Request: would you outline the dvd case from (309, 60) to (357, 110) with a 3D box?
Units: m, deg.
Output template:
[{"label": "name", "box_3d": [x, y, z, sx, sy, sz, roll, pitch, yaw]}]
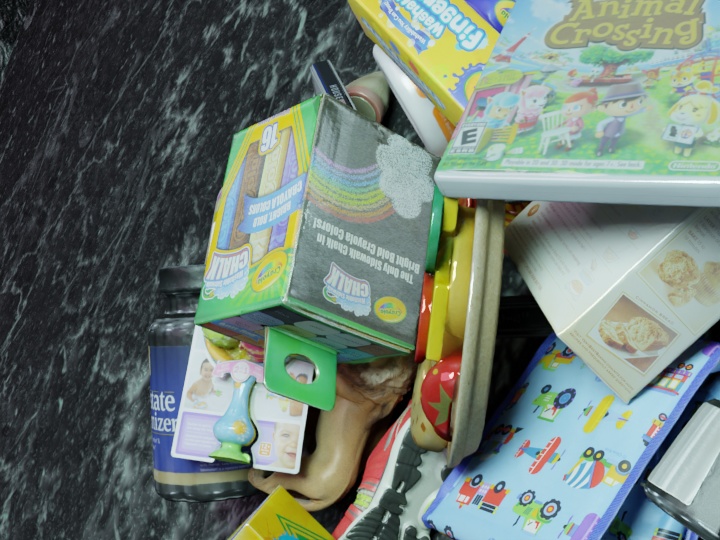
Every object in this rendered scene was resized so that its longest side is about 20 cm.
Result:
[{"label": "dvd case", "box_3d": [-0.005, -0.089, 1.020, 0.024, 0.152, 0.201, -15, 38, -6]}]

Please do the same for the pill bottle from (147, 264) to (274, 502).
[{"label": "pill bottle", "box_3d": [-0.134, 0.097, 0.962, 0.111, 0.111, 0.204, -5, 87, 54]}]

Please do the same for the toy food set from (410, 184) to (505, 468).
[{"label": "toy food set", "box_3d": [0.063, 0.028, 0.711, 0.200, 0.048, 0.202, 6, -90, -86]}]

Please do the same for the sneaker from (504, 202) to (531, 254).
[{"label": "sneaker", "box_3d": [0.107, -0.065, 0.890, 0.199, 0.077, 0.074, 23, 129, 44]}]

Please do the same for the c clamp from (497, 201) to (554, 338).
[{"label": "c clamp", "box_3d": [0.114, -0.033, 0.810, 0.197, 0.027, 0.174, -10, 86, 20]}]

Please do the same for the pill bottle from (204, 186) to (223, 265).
[{"label": "pill bottle", "box_3d": [-0.110, -0.002, 1.109, 0.104, 0.104, 0.202, -38, 33, 34]}]

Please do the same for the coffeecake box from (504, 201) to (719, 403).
[{"label": "coffeecake box", "box_3d": [0.197, -0.040, 0.683, 0.200, 0.073, 0.154, -45, 22, 12]}]

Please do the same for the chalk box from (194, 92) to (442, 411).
[{"label": "chalk box", "box_3d": [-0.034, -0.002, 0.789, 0.123, 0.123, 0.203, -12, 61, 50]}]

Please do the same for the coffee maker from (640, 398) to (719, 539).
[{"label": "coffee maker", "box_3d": [0.258, 0.068, 0.513, 0.191, 0.134, 0.202, 25, 89, 58]}]

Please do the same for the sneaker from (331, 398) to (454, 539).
[{"label": "sneaker", "box_3d": [0.023, 0.188, 0.845, 0.202, 0.076, 0.085, -58, 13, 0]}]

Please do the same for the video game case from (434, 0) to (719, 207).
[{"label": "video game case", "box_3d": [0.159, -0.113, 0.614, 0.197, 0.022, 0.184, 4, 54, 35]}]

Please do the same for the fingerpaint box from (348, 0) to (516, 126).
[{"label": "fingerpaint box", "box_3d": [0.110, -0.185, 0.771, 0.166, 0.073, 0.201, -39, 61, 1]}]

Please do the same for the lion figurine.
[{"label": "lion figurine", "box_3d": [-0.017, 0.129, 0.885, 0.122, 0.072, 0.203, 23, 101, 47]}]

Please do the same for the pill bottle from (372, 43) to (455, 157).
[{"label": "pill bottle", "box_3d": [0.118, -0.189, 0.885, 0.198, 0.113, 0.114, -31, 38, 5]}]

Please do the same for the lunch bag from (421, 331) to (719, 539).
[{"label": "lunch bag", "box_3d": [0.153, 0.109, 0.693, 0.150, 0.094, 0.202, 5, 63, 59]}]

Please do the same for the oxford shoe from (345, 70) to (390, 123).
[{"label": "oxford shoe", "box_3d": [-0.031, -0.147, 1.175, 0.199, 0.071, 0.074, -29, 19, 43]}]

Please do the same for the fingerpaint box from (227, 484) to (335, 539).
[{"label": "fingerpaint box", "box_3d": [-0.070, 0.291, 0.794, 0.201, 0.167, 0.073, -49, -5, 21]}]

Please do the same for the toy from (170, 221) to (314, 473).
[{"label": "toy", "box_3d": [-0.092, 0.055, 0.869, 0.113, 0.047, 0.204, 4, 79, 18]}]

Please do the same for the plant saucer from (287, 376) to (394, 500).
[{"label": "plant saucer", "box_3d": [-0.027, 0.115, 0.987, 0.199, 0.032, 0.203, -34, 44, 40]}]
